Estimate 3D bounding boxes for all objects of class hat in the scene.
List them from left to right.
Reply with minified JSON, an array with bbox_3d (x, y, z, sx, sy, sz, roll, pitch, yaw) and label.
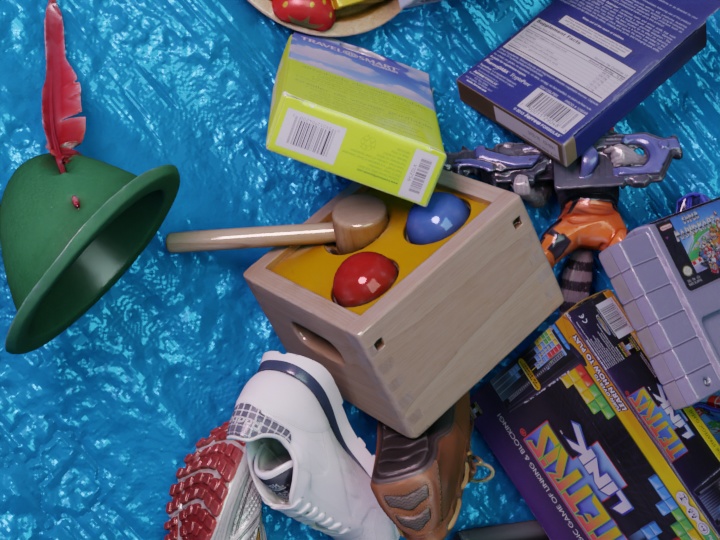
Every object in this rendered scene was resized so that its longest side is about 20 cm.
[{"bbox_3d":[-0.238,-0.065,0.989,0.176,0.200,0.166,41,113,4],"label":"hat"}]

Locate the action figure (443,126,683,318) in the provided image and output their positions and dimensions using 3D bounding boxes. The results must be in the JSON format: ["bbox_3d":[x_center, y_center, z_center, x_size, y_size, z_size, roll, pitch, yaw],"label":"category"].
[{"bbox_3d":[0.154,-0.049,1.150,0.198,0.105,0.195,5,76,9],"label":"action figure"}]

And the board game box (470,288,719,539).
[{"bbox_3d":[0.183,0.140,1.057,0.057,0.165,0.201,-24,74,-36],"label":"board game box"}]

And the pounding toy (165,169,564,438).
[{"bbox_3d":[0.000,0.000,1.035,0.184,0.200,0.143,-40,124,-19],"label":"pounding toy"}]

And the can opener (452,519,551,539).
[{"bbox_3d":[0.092,0.234,1.117,0.199,0.053,0.067,-9,123,-18],"label":"can opener"}]

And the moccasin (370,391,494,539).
[{"bbox_3d":[0.054,0.135,1.038,0.073,0.202,0.078,-18,106,9],"label":"moccasin"}]

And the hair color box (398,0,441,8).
[{"bbox_3d":[0.108,-0.274,1.107,0.199,0.061,0.100,-17,89,-33],"label":"hair color box"}]

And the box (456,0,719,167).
[{"bbox_3d":[0.190,-0.177,1.146,0.200,0.121,0.032,-41,143,-16],"label":"box"}]

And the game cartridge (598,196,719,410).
[{"bbox_3d":[0.271,0.013,1.053,0.199,0.038,0.130,-19,84,-40],"label":"game cartridge"}]

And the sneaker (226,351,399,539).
[{"bbox_3d":[-0.036,0.152,1.027,0.201,0.076,0.081,59,43,-32],"label":"sneaker"}]

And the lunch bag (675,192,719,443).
[{"bbox_3d":[0.303,0.037,1.150,0.150,0.094,0.202,24,64,-48],"label":"lunch bag"}]

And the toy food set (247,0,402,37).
[{"bbox_3d":[-0.026,-0.282,1.106,0.197,0.049,0.201,-21,91,-22],"label":"toy food set"}]

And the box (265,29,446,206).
[{"bbox_3d":[-0.004,-0.118,1.042,0.121,0.200,0.048,19,111,-8],"label":"box"}]

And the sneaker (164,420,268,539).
[{"bbox_3d":[-0.099,0.207,1.042,0.082,0.078,0.202,17,82,-35],"label":"sneaker"}]
